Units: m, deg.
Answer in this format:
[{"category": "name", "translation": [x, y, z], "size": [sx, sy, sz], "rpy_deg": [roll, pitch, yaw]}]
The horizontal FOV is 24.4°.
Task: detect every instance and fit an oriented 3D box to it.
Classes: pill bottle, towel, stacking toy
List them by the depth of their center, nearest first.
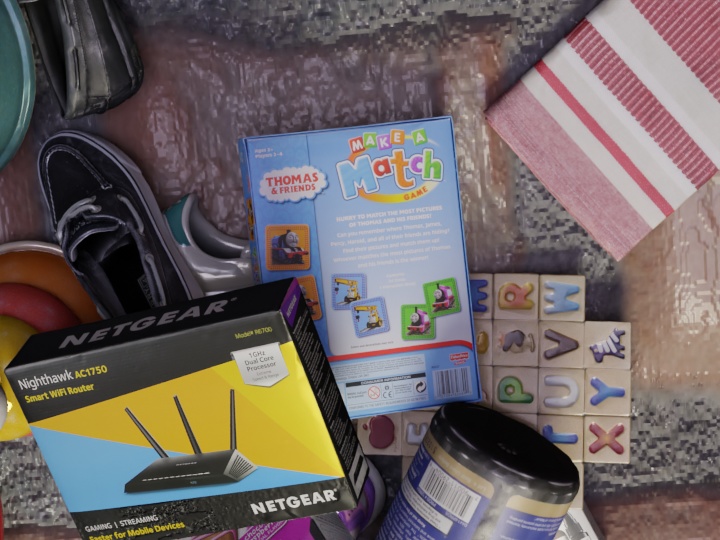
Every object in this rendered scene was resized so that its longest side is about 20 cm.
[{"category": "stacking toy", "translation": [-0.245, 0.067, 1.146], "size": [0.145, 0.200, 0.148], "rpy_deg": [1, 102, 3]}, {"category": "pill bottle", "translation": [0.062, 0.203, 1.148], "size": [0.111, 0.112, 0.201], "rpy_deg": [25, 104, -2]}, {"category": "towel", "translation": [0.205, -0.124, 1.163], "size": [0.200, 0.023, 0.144], "rpy_deg": [-42, 95, 10]}]

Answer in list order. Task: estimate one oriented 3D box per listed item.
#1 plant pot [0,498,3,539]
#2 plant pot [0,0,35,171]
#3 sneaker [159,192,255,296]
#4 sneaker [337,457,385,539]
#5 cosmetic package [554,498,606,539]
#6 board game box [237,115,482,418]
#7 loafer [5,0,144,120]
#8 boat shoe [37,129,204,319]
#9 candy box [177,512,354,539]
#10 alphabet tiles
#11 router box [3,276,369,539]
[{"category": "plant pot", "translation": [-0.380, 0.176, 1.187], "size": [0.181, 0.200, 0.202], "rpy_deg": [-22, 101, 17]}, {"category": "plant pot", "translation": [-0.348, -0.119, 1.084], "size": [0.198, 0.196, 0.202], "rpy_deg": [8, 112, 20]}, {"category": "sneaker", "translation": [-0.074, 0.026, 1.190], "size": [0.199, 0.070, 0.094], "rpy_deg": [38, 108, -2]}, {"category": "sneaker", "translation": [-0.072, 0.210, 1.224], "size": [0.200, 0.089, 0.081], "rpy_deg": [-37, 99, 12]}, {"category": "cosmetic package", "translation": [0.079, 0.220, 1.234], "size": [0.199, 0.051, 0.083], "rpy_deg": [-29, 98, 9]}, {"category": "board game box", "translation": [0.000, 0.000, 1.162], "size": [0.150, 0.037, 0.202], "rpy_deg": [-7, 94, -12]}, {"category": "loafer", "translation": [-0.216, -0.202, 1.143], "size": [0.070, 0.068, 0.202], "rpy_deg": [-30, 104, -30]}, {"category": "boat shoe", "translation": [-0.177, -0.023, 1.148], "size": [0.072, 0.068, 0.201], "rpy_deg": [-39, 66, 17]}, {"category": "candy box", "translation": [-0.098, 0.176, 1.168], "size": [0.136, 0.061, 0.200], "rpy_deg": [-44, 52, 8]}, {"category": "alphabet tiles", "translation": [0.095, 0.085, 1.197], "size": [0.198, 0.006, 0.168], "rpy_deg": [1, 90, 11]}, {"category": "router box", "translation": [-0.111, 0.097, 1.080], "size": [0.198, 0.051, 0.150], "rpy_deg": [-13, 113, 19]}]
